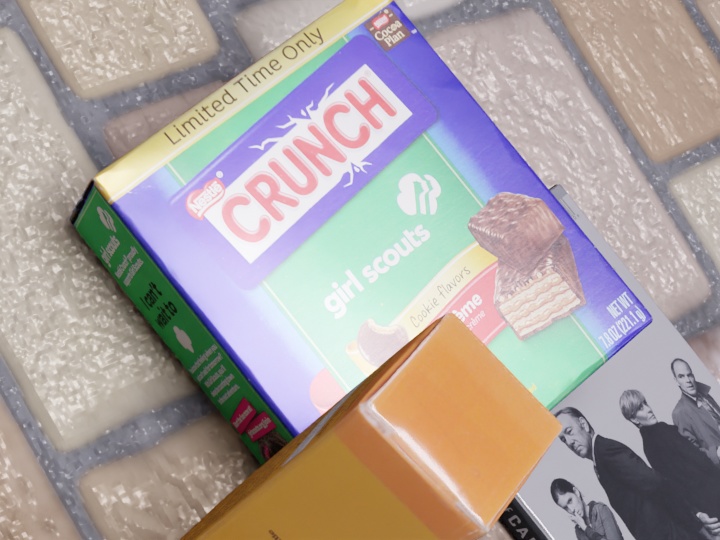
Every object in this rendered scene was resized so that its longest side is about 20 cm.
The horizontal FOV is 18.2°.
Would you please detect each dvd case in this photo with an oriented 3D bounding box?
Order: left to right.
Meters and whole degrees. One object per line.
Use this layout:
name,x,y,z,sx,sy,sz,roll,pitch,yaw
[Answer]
dvd case,0.110,0.071,1.075,0.150,0.025,0.200,-36,86,-40

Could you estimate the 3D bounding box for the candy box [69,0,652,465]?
candy box,0.000,0.000,0.988,0.169,0.077,0.200,-38,87,-23

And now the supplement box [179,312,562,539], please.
supplement box,-0.010,0.095,0.873,0.067,0.200,0.069,45,47,-3
